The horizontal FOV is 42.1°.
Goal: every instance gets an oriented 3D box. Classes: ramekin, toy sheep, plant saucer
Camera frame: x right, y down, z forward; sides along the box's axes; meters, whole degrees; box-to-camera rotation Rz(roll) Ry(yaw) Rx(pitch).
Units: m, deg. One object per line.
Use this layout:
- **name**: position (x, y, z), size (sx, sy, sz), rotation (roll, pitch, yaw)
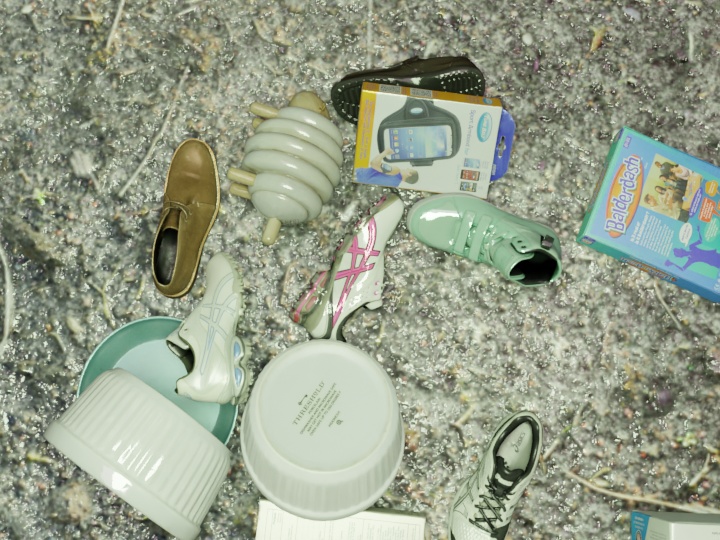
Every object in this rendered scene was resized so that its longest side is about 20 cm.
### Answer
- **ramekin**: position (-0.235, 0.195, 1.020), size (0.198, 0.201, 0.106), rotation (34, 73, 4)
- **toy sheep**: position (-0.087, -0.126, 1.138), size (0.135, 0.138, 0.204), rotation (17, 78, 2)
- **ramekin**: position (-0.042, 0.174, 1.074), size (0.197, 0.095, 0.206), rotation (2, 59, -3)
- **plant saucer**: position (-0.244, 0.159, 1.137), size (0.195, 0.036, 0.205), rotation (0, 82, -1)

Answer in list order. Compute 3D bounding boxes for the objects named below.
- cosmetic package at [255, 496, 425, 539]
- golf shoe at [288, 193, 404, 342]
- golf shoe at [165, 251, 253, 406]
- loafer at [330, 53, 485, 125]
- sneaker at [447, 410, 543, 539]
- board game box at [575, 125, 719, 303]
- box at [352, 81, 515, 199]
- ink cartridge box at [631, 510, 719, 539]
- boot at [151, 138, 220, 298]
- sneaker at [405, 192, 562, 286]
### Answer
- **cosmetic package**: position (-0.026, 0.328, 1.096), size (0.195, 0.073, 0.106), rotation (7, 81, 0)
- **golf shoe**: position (0.000, 0.000, 1.152), size (0.091, 0.073, 0.202), rotation (36, 92, -2)
- **golf shoe**: position (-0.181, 0.061, 1.100), size (0.095, 0.079, 0.203), rotation (0, 52, -15)
- **loafer**: position (0.060, -0.232, 1.194), size (0.195, 0.074, 0.072), rotation (-4, 38, 5)
- **sneaker**: position (0.156, 0.254, 1.097), size (0.074, 0.088, 0.203), rotation (22, 78, 10)
- **board game box**: position (0.391, -0.070, 1.179), size (0.197, 0.045, 0.155), rotation (24, 82, 2)
- **box**: position (0.092, -0.159, 1.162), size (0.195, 0.042, 0.121), rotation (7, 116, 2)
- **ink cartridge box**: position (0.396, 0.385, 1.058), size (0.141, 0.147, 0.205), rotation (2, 81, -1)
- **boot**: position (-0.218, -0.071, 1.154), size (0.072, 0.076, 0.205), rotation (8, 80, 2)
- **sneaker**: position (0.151, -0.037, 1.127), size (0.196, 0.119, 0.075), rotation (12, 109, 0)
